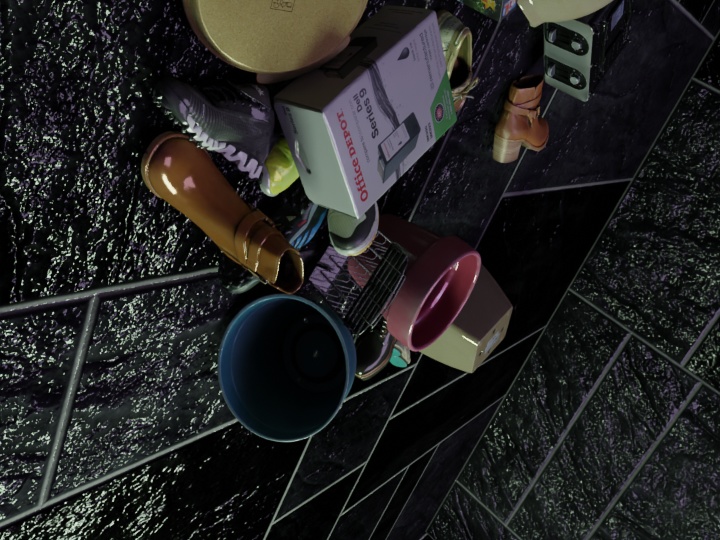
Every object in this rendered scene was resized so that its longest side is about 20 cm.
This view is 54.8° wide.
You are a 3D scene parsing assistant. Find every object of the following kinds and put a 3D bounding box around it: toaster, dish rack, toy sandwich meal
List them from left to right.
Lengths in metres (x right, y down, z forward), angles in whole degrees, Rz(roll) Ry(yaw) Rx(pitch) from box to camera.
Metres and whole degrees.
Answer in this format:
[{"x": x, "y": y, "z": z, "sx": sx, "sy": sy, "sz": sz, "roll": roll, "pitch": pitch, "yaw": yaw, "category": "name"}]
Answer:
[{"x": -0.077, "y": -0.274, "z": 0.660, "sx": 0.199, "sy": 0.072, "sz": 0.208, "roll": -13, "pitch": 145, "yaw": -9, "category": "toy sandwich meal"}, {"x": 0.000, "y": 0.000, "z": 1.033, "sx": 0.054, "sy": 0.200, "sz": 0.156, "roll": 24, "pitch": 103, "yaw": -40, "category": "dish rack"}, {"x": 0.416, "y": -0.449, "z": 1.258, "sx": 0.202, "sy": 0.117, "sz": 0.182, "roll": -52, "pitch": 151, "yaw": -16, "category": "toaster"}]

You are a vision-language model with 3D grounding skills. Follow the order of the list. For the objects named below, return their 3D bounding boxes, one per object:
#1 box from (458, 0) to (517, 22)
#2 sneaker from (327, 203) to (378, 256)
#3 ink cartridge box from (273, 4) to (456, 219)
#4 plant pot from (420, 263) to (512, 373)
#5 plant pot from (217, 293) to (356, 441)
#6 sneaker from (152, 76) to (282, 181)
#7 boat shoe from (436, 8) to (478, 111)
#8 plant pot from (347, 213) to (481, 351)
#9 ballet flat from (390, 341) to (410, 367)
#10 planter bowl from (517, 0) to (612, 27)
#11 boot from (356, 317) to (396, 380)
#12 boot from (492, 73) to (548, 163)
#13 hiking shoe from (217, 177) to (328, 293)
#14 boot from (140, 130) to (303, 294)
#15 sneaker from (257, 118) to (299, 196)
[{"x": 0.132, "y": -0.413, "z": 0.807, "sx": 0.038, "sy": 0.136, "sz": 0.202, "roll": -39, "pitch": 151, "yaw": -24, "category": "box"}, {"x": -0.016, "y": -0.120, "z": 0.922, "sx": 0.088, "sy": 0.073, "sz": 0.205, "roll": 59, "pitch": 30, "yaw": -57, "category": "sneaker"}, {"x": 0.013, "y": -0.181, "z": 0.790, "sx": 0.200, "sy": 0.083, "sz": 0.148, "roll": -46, "pitch": 137, "yaw": -25, "category": "ink cartridge box"}, {"x": 0.236, "y": 0.108, "z": 1.596, "sx": 0.199, "sy": 0.176, "sz": 0.202, "roll": -41, "pitch": 152, "yaw": -25, "category": "plant pot"}, {"x": -0.089, "y": 0.134, "z": 1.056, "sx": 0.203, "sy": 0.198, "sz": 0.188, "roll": -57, "pitch": 170, "yaw": 8, "category": "plant pot"}, {"x": -0.138, "y": -0.165, "z": 0.719, "sx": 0.091, "sy": 0.066, "sz": 0.200, "roll": -51, "pitch": 159, "yaw": 3, "category": "sneaker"}, {"x": 0.139, "y": -0.299, "z": 1.048, "sx": 0.074, "sy": 0.062, "sz": 0.201, "roll": -50, "pitch": 155, "yaw": -9, "category": "boat shoe"}, {"x": 0.081, "y": 0.004, "z": 1.188, "sx": 0.199, "sy": 0.178, "sz": 0.203, "roll": -39, "pitch": 151, "yaw": -26, "category": "plant pot"}, {"x": 0.072, "y": 0.160, "z": 1.528, "sx": 0.200, "sy": 0.065, "sz": 0.064, "roll": 60, "pitch": 40, "yaw": -67, "category": "ballet flat"}, {"x": 0.268, "y": -0.439, "z": 0.986, "sx": 0.133, "sy": 0.204, "sz": 0.199, "roll": -32, "pitch": 163, "yaw": 23, "category": "planter bowl"}, {"x": 0.036, "y": 0.103, "z": 1.375, "sx": 0.202, "sy": 0.076, "sz": 0.140, "roll": -55, "pitch": 152, "yaw": -25, "category": "boot"}, {"x": 0.335, "y": -0.314, "z": 1.373, "sx": 0.199, "sy": 0.073, "sz": 0.158, "roll": -38, "pitch": 145, "yaw": -43, "category": "boot"}, {"x": -0.105, "y": -0.039, "z": 0.928, "sx": 0.201, "sy": 0.074, "sz": 0.087, "roll": -48, "pitch": 154, "yaw": -14, "category": "hiking shoe"}, {"x": -0.142, "y": -0.053, "z": 0.748, "sx": 0.077, "sy": 0.154, "sz": 0.201, "roll": -45, "pitch": 154, "yaw": -13, "category": "boot"}, {"x": -0.050, "y": -0.169, "z": 0.858, "sx": 0.201, "sy": 0.076, "sz": 0.076, "roll": -50, "pitch": 155, "yaw": -10, "category": "sneaker"}]
